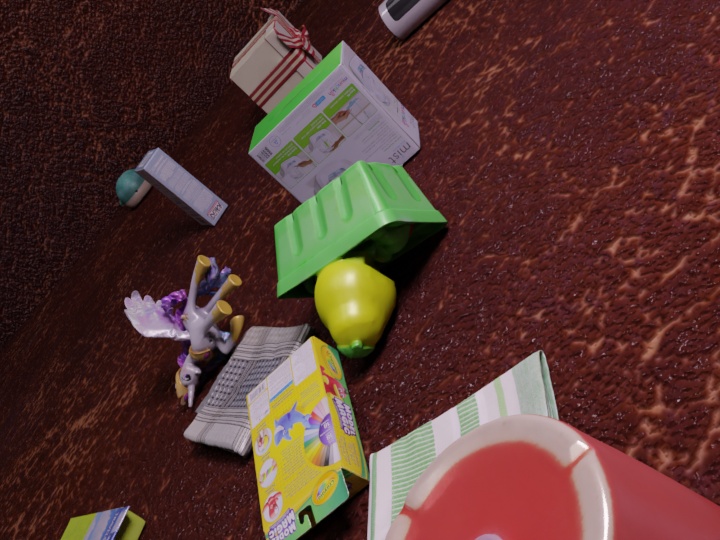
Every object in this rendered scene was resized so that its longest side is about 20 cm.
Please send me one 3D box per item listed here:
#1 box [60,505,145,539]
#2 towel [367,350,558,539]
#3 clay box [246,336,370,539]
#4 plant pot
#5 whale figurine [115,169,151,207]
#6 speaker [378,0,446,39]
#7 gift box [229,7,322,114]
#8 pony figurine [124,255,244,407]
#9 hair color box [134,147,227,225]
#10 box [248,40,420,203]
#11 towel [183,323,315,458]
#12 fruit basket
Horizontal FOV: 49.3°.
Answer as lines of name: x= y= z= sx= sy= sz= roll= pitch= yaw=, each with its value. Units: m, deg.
box: x=-0.372 y=0.399 z=1.081 sx=0.198 sy=0.047 sz=0.124 roll=-25 pitch=35 yaw=44
towel: x=0.079 y=0.168 z=0.648 sx=0.199 sy=0.023 sz=0.154 roll=-39 pitch=26 yaw=27
clay box: x=-0.056 y=0.180 z=0.806 sx=0.115 sy=0.047 sz=0.202 roll=-41 pitch=39 yaw=21
plant pot: x=0.112 y=0.180 z=0.389 sx=0.199 sy=0.177 sz=0.202 roll=-38 pitch=27 yaw=24
whale figurine: x=-0.789 y=-0.297 z=2.708 sx=0.160 sy=0.103 sz=0.200 roll=-51 pitch=24 yaw=0
speaker: x=0.129 y=-0.528 z=1.463 sx=0.199 sy=0.081 sz=0.082 roll=-35 pitch=28 yaw=30
gift box: x=-0.199 y=-0.499 z=1.860 sx=0.186 sy=0.199 sz=0.186 roll=-39 pitch=31 yaw=18
pony figurine: x=-0.256 y=0.081 z=1.206 sx=0.202 sy=0.164 sz=0.194 roll=-56 pitch=46 yaw=27
hair color box: x=-0.401 y=-0.184 z=1.759 sx=0.061 sy=0.199 sz=0.098 roll=-55 pitch=25 yaw=-13
box: x=-0.037 y=-0.198 z=1.173 sx=0.199 sy=0.176 sz=0.098 roll=-38 pitch=27 yaw=25
towel: x=-0.157 y=0.153 z=1.066 sx=0.198 sy=0.034 sz=0.195 roll=-9 pitch=48 yaw=57
fruit basket: x=0.000 y=0.000 z=0.928 sx=0.212 sy=0.154 sz=0.222 roll=2 pitch=93 yaw=38
